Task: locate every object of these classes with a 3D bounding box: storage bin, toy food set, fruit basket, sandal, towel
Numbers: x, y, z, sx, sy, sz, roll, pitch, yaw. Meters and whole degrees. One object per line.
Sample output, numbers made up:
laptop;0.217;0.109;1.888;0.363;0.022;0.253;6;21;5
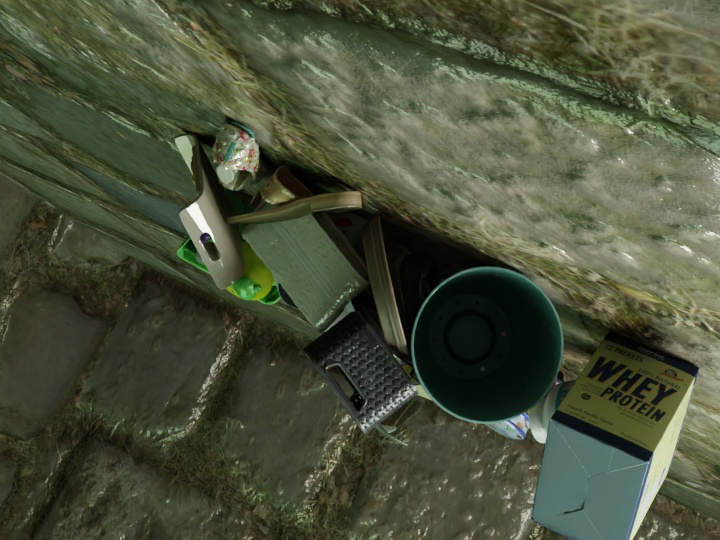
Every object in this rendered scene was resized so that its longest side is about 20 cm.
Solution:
storage bin;-0.003;0.137;1.551;0.136;0.093;0.200;54;174;0
toy food set;-0.222;-0.085;1.575;0.201;0.060;0.144;-107;-5;-52
fruit basket;-0.193;-0.010;1.881;0.215;0.217;0.155;30;135;-23
sandal;-0.090;-0.107;1.501;0.210;0.070;0.077;-6;176;34
towel;-0.078;-0.024;1.579;0.201;0.133;0.034;52;-141;11

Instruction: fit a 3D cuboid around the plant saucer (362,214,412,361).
plant saucer;0.035;0.025;1.511;0.029;0.202;0.200;-14;165;5

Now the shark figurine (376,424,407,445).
shark figurine;0.027;0.149;1.701;0.127;0.217;0.089;14;164;-24

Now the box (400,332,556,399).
box;0.191;0.155;1.805;0.175;0.098;0.199;-13;155;38

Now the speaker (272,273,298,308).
speaker;-0.102;-0.017;1.730;0.081;0.081;0.200;30;-165;-23

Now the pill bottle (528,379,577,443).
pill bottle;0.356;0.218;1.703;0.199;0.112;0.111;-15;145;40

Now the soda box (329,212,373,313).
soda box;0.000;0.000;1.655;0.068;0.064;0.201;19;152;32

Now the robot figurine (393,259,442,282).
robot figurine;0.058;0.019;1.784;0.199;0.059;0.145;22;169;23

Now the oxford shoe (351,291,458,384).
oxford shoe;0.069;0.092;1.630;0.200;0.085;0.073;43;176;-8

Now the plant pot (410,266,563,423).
plant pot;0.158;0.096;1.524;0.199;0.202;0.161;27;179;-3

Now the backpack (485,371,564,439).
backpack;0.271;0.213;2.038;0.199;0.155;0.190;31;160;-10

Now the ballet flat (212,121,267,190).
ballet flat;-0.167;-0.142;1.491;0.075;0.064;0.200;24;172;6

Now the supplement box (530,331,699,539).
supplement box;0.339;0.233;1.503;0.133;0.200;0.201;22;132;23

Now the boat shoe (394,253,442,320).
boat shoe;0.102;0.069;1.671;0.061;0.073;0.202;-1;116;34

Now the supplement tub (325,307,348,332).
supplement tub;0.014;0.086;2.019;0.143;0.145;0.200;23;170;18
